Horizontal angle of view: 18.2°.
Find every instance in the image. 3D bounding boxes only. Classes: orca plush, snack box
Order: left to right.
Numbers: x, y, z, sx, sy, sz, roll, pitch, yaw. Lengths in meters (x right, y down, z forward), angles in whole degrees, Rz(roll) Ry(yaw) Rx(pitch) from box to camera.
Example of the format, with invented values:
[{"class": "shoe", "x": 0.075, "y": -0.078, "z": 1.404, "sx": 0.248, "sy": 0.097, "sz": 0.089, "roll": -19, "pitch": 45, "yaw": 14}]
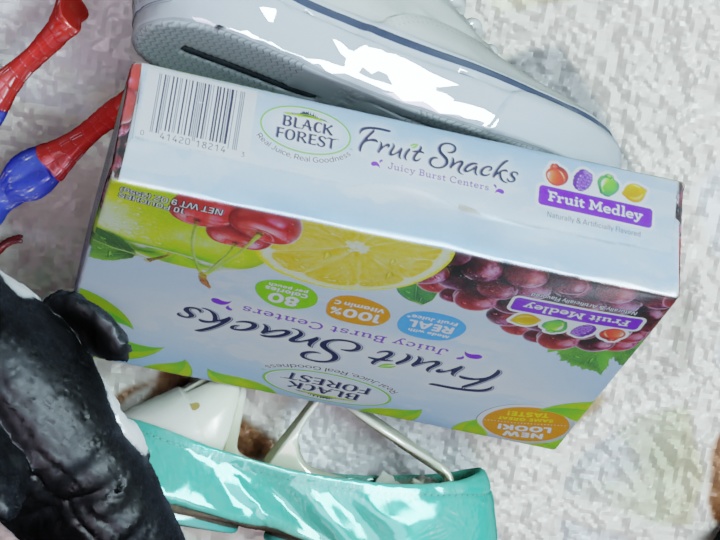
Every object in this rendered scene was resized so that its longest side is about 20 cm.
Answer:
[{"class": "orca plush", "x": -0.124, "y": 0.080, "z": 0.803, "sx": 0.105, "sy": 0.071, "sz": 0.201, "roll": -15, "pitch": 107, "yaw": 22}, {"class": "snack box", "x": 0.000, "y": 0.000, "z": 0.818, "sx": 0.199, "sy": 0.053, "sz": 0.142, "roll": 12, "pitch": 153, "yaw": -9}]

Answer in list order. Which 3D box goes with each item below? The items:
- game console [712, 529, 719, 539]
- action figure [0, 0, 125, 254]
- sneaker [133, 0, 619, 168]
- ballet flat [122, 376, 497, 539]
[{"class": "game console", "x": 0.200, "y": 0.208, "z": 0.921, "sx": 0.200, "sy": 0.176, "sz": 0.117, "roll": 44, "pitch": 73, "yaw": -18}, {"class": "action figure", "x": -0.164, "y": -0.019, "z": 0.840, "sx": 0.200, "sy": 0.052, "sz": 0.065, "roll": -38, "pitch": 103, "yaw": 14}, {"class": "sneaker", "x": 0.015, "y": -0.083, "z": 0.814, "sx": 0.199, "sy": 0.073, "sz": 0.071, "roll": 23, "pitch": 67, "yaw": -27}, {"class": "ballet flat", "x": -0.039, "y": 0.077, "z": 0.885, "sx": 0.199, "sy": 0.067, "sz": 0.071, "roll": 15, "pitch": 84, "yaw": -10}]
